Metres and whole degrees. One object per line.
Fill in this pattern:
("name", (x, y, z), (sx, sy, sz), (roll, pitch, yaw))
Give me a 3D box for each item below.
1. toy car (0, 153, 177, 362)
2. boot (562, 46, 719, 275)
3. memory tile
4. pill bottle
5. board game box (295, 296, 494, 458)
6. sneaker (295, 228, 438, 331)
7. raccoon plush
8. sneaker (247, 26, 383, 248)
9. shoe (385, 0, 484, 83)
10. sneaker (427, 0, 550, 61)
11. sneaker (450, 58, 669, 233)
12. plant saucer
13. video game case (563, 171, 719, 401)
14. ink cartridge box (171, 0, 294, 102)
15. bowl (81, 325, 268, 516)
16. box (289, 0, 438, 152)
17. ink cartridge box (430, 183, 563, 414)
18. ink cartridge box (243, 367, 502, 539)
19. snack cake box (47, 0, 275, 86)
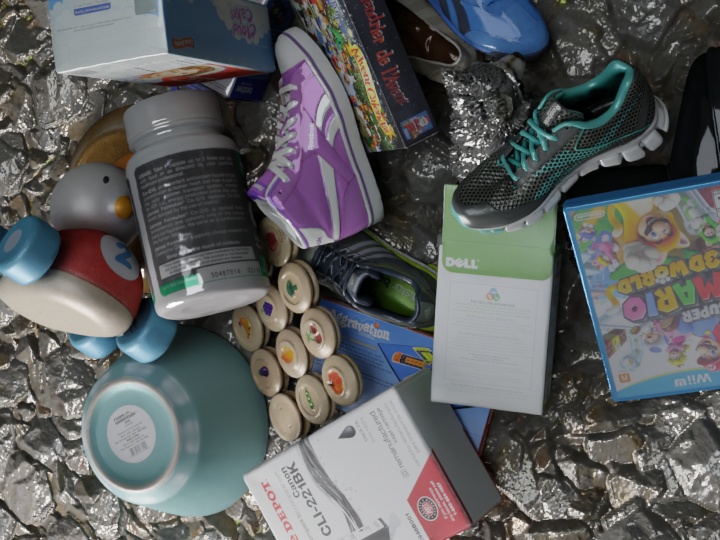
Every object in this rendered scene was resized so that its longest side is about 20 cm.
("toy car", (-0.261, -0.040, 1.341), (0.176, 0.184, 0.201), (-1, 59, 49))
("boot", (0.256, -0.083, 1.177), (0.162, 0.073, 0.200), (-8, 87, 31))
("memory tile", (-0.076, 0.058, 1.331), (0.153, 0.017, 0.201), (-37, 75, 48))
("pill bottle", (-0.161, -0.063, 1.297), (0.113, 0.113, 0.201), (-18, 80, 25))
("board game box", (0.037, 0.104, 1.312), (0.199, 0.019, 0.104), (20, 102, 23))
("sneaker", (0.000, 0.000, 1.291), (0.199, 0.081, 0.074), (21, 101, 23))
("raccoon plush", (0.107, -0.096, 1.206), (0.096, 0.134, 0.201), (15, 98, 23))
("sneaker", (-0.062, -0.119, 1.262), (0.114, 0.073, 0.202), (-22, 93, -16))
("shoe", (0.030, -0.240, 1.282), (0.200, 0.053, 0.070), (35, 106, 20))
("sneaker", (0.095, -0.270, 1.228), (0.066, 0.079, 0.200), (-38, 72, -20))
("sneaker", (0.156, -0.109, 1.119), (0.199, 0.091, 0.078), (-33, 54, 1))
("plant saucer", (-0.241, -0.076, 1.427), (0.199, 0.035, 0.202), (1, 93, 26))
("video game case", (0.262, 0.018, 1.142), (0.142, 0.018, 0.201), (-10, 119, 18))
("ink cartridge box", (-0.144, -0.257, 1.350), (0.136, 0.076, 0.201), (29, 102, 20))
("bowl", (-0.204, 0.161, 1.382), (0.200, 0.105, 0.202), (1, 93, 24))
("box", (-0.007, -0.206, 1.232), (0.038, 0.136, 0.201), (-27, 100, -16))
("ink cartridge box", (0.123, 0.021, 1.212), (0.103, 0.059, 0.201), (6, 103, 15))
("ink cartridge box", (0.008, 0.205, 1.281), (0.200, 0.084, 0.145), (-33, 83, 29))
("snack cake box", (-0.173, -0.210, 1.216), (0.114, 0.200, 0.068), (-6, 91, 23))
